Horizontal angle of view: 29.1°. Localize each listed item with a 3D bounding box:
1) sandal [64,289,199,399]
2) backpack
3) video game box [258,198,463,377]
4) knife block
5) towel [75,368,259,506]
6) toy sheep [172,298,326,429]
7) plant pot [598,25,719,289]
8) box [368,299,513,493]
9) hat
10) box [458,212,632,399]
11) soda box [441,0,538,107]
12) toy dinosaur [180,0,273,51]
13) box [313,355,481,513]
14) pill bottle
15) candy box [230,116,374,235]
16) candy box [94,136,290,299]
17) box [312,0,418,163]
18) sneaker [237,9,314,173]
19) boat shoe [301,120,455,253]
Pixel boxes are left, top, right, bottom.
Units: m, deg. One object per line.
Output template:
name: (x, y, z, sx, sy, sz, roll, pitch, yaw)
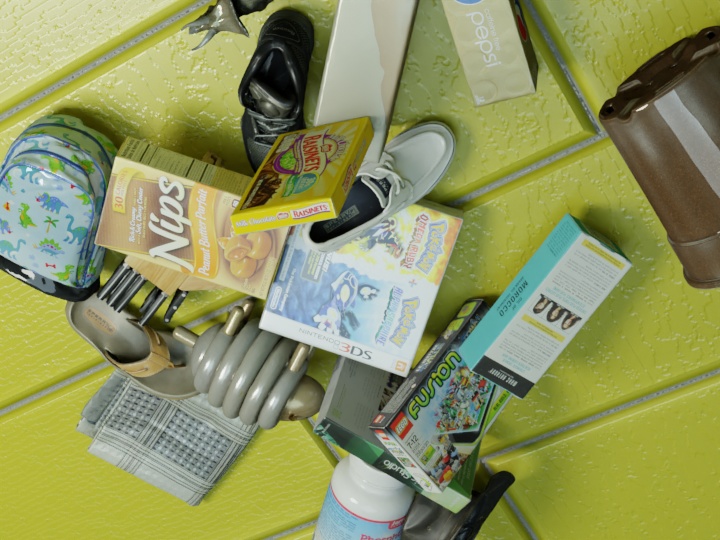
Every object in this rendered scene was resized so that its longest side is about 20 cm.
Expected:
sandal: (-0.270, 0.091, 1.675, 0.200, 0.054, 0.080, 36, 84, -8)
backpack: (-0.347, -0.076, 1.564, 0.163, 0.154, 0.200, 29, 109, -1)
video game box: (0.000, 0.000, 1.561, 0.181, 0.047, 0.201, 17, 106, -3)
knife block: (-0.232, -0.032, 1.602, 0.175, 0.064, 0.201, -2, 121, 10)
towel: (-0.248, 0.198, 1.767, 0.200, 0.035, 0.193, 33, 122, -10)
toy sheep: (-0.131, 0.114, 1.642, 0.199, 0.138, 0.138, 29, 123, 9)
plant pot: (0.353, -0.121, 1.375, 0.200, 0.200, 0.198, -32, 104, 26)
box: (0.107, 0.142, 1.581, 0.110, 0.200, 0.035, 49, 155, -20)
hat: (0.102, 0.308, 1.710, 0.081, 0.200, 0.201, 37, 125, 19)
box: (0.204, 0.041, 1.537, 0.082, 0.049, 0.200, 30, 107, -27)
soda box: (0.121, -0.270, 1.390, 0.067, 0.064, 0.201, -12, 118, 17)
toy dinosaur: (-0.098, -0.307, 1.384, 0.077, 0.102, 0.200, 29, 123, -9)
box: (0.050, 0.181, 1.636, 0.199, 0.145, 0.036, 30, 129, -8)
pill bottle: (0.007, 0.299, 1.739, 0.108, 0.109, 0.201, 16, 124, 0)
candy box: (-0.053, -0.094, 1.341, 0.102, 0.200, 0.027, -8, 116, 15)
candy box: (-0.177, -0.056, 1.506, 0.199, 0.055, 0.116, 18, 120, -4)
box: (0.008, -0.222, 1.423, 0.077, 0.095, 0.201, 14, 125, 1)
sneaker: (-0.095, -0.164, 1.468, 0.076, 0.114, 0.200, 15, 125, 3)
boat shoe: (0.023, -0.086, 1.481, 0.200, 0.065, 0.074, -42, 92, 2)
